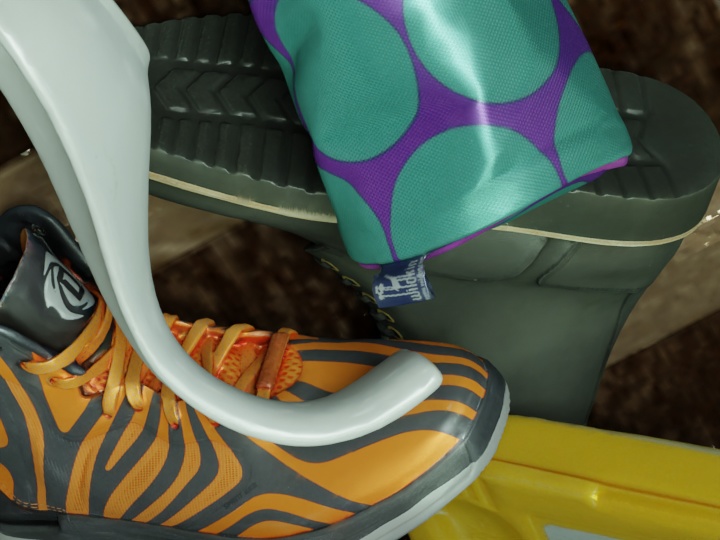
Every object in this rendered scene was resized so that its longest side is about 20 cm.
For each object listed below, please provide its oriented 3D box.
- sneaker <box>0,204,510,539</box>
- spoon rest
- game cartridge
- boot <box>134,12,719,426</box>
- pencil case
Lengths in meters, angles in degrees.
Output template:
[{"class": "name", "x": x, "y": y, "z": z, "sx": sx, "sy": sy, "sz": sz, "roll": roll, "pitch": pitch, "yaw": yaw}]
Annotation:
[{"class": "sneaker", "x": -0.060, "y": 0.034, "z": 0.901, "sx": 0.199, "sy": 0.078, "sz": 0.112, "roll": -11, "pitch": 129, "yaw": 28}, {"class": "spoon rest", "x": -0.065, "y": -0.024, "z": 0.817, "sx": 0.061, "sy": 0.099, "sz": 0.200, "roll": -44, "pitch": 99, "yaw": -7}, {"class": "game cartridge", "x": 0.115, "y": 0.112, "z": 0.966, "sx": 0.199, "sy": 0.033, "sz": 0.177, "roll": 8, "pitch": 148, "yaw": 26}, {"class": "boot", "x": 0.000, "y": 0.000, "z": 0.932, "sx": 0.199, "sy": 0.078, "sz": 0.139, "roll": 10, "pitch": 136, "yaw": -7}, {"class": "pencil case", "x": -0.006, "y": -0.097, "z": 0.804, "sx": 0.092, "sy": 0.085, "sz": 0.201, "roll": -19, "pitch": 102, "yaw": 33}]
